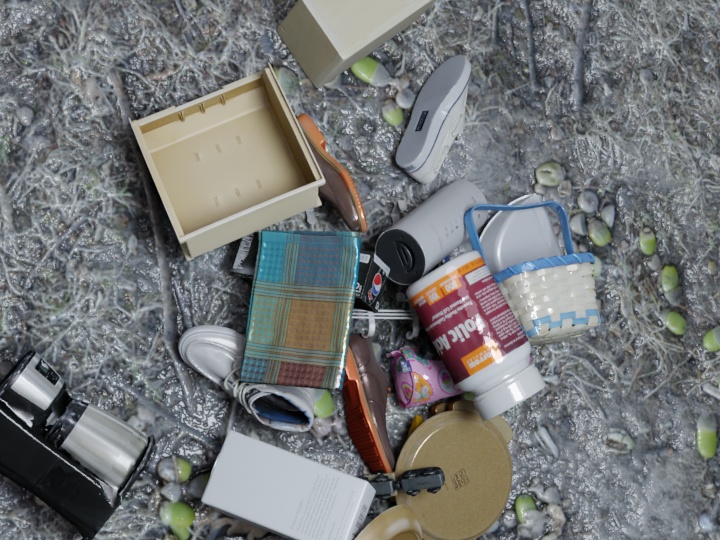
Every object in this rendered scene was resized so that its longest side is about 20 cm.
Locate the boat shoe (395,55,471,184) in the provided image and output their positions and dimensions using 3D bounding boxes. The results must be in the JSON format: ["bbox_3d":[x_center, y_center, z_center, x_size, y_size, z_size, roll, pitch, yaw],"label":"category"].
[{"bbox_3d":[0.119,-0.217,1.731,0.070,0.070,0.202,40,64,-39],"label":"boat shoe"}]

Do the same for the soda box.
[{"bbox_3d":[-0.066,-0.001,1.561,0.198,0.071,0.064,12,77,24],"label":"soda box"}]

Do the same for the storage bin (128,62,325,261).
[{"bbox_3d":[-0.175,-0.146,1.549,0.198,0.094,0.200,-23,74,-8],"label":"storage bin"}]

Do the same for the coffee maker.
[{"bbox_3d":[-0.378,0.227,1.433,0.199,0.135,0.193,36,72,-10],"label":"coffee maker"}]

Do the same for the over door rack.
[{"bbox_3d":[0.000,0.000,1.652,0.146,0.067,0.203,2,67,-20],"label":"over door rack"}]

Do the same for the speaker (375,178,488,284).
[{"bbox_3d":[0.101,-0.055,1.637,0.082,0.081,0.200,56,40,-4],"label":"speaker"}]

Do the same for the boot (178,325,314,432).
[{"bbox_3d":[-0.145,0.142,1.544,0.198,0.096,0.074,25,106,-15],"label":"boot"}]

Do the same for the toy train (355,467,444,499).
[{"bbox_3d":[0.015,0.284,1.570,0.197,0.046,0.035,-10,94,14],"label":"toy train"}]

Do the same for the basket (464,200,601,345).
[{"bbox_3d":[0.235,0.002,1.646,0.174,0.139,0.203,-4,77,-30],"label":"basket"}]

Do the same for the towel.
[{"bbox_3d":[-0.076,0.046,1.500,0.145,0.022,0.203,2,77,23],"label":"towel"}]

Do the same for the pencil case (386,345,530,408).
[{"bbox_3d":[0.137,0.134,1.665,0.197,0.087,0.089,-9,84,-20],"label":"pencil case"}]

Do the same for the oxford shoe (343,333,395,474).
[{"bbox_3d":[0.018,0.182,1.622,0.072,0.071,0.203,-17,89,-29],"label":"oxford shoe"}]

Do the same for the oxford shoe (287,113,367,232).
[{"bbox_3d":[-0.057,-0.121,1.624,0.072,0.072,0.201,-29,63,-10],"label":"oxford shoe"}]

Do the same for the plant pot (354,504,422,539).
[{"bbox_3d":[0.021,0.399,1.535,0.027,0.201,0.200,28,66,31],"label":"plant pot"}]

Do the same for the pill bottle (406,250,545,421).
[{"bbox_3d":[0.153,0.086,1.560,0.113,0.114,0.202,-27,83,-22],"label":"pill bottle"}]

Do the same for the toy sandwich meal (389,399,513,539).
[{"bbox_3d":[0.124,0.278,1.650,0.202,0.070,0.208,-1,93,-23],"label":"toy sandwich meal"}]

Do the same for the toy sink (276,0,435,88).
[{"bbox_3d":[-0.002,-0.370,1.671,0.199,0.130,0.113,-37,94,-20],"label":"toy sink"}]

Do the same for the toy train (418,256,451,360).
[{"bbox_3d":[0.107,0.038,1.657,0.045,0.034,0.202,14,53,-15],"label":"toy train"}]

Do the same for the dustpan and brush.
[{"bbox_3d":[0.198,-0.011,1.733,0.199,0.057,0.141,-30,104,-28],"label":"dustpan and brush"}]

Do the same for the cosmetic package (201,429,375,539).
[{"bbox_3d":[-0.091,0.288,1.520,0.198,0.074,0.103,19,74,15],"label":"cosmetic package"}]
